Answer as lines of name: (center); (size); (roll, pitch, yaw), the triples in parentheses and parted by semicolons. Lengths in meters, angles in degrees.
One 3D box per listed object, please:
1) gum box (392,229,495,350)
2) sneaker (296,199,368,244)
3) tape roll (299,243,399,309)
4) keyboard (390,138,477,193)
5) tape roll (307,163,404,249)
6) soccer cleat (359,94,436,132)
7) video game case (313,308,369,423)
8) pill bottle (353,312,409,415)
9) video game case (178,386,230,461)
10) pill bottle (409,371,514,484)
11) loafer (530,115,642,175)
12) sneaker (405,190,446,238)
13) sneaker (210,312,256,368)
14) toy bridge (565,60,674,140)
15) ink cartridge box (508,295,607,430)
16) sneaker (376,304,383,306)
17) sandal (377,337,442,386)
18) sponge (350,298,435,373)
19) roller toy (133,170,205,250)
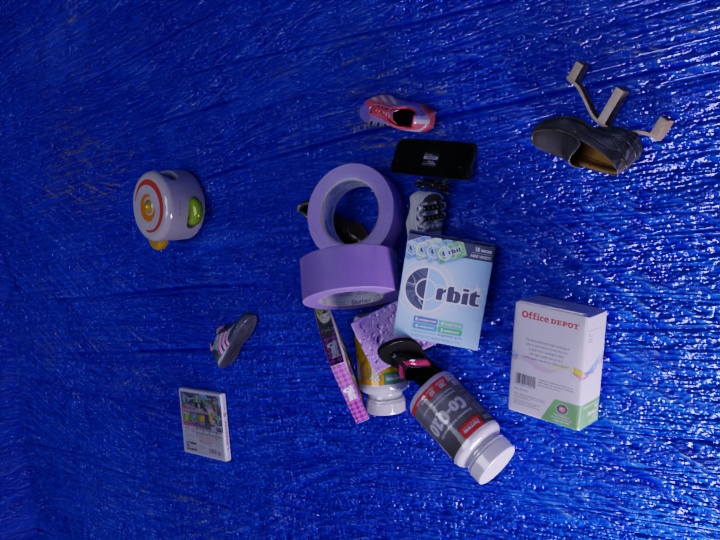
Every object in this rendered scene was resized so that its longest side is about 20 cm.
gum box: (0.159, 0.037, 1.545); (0.166, 0.045, 0.204); (9, 103, 7)
sneaker: (-0.064, -0.092, 1.777); (0.199, 0.075, 0.072); (37, 119, 34)
tape roll: (-0.021, 0.016, 1.601); (0.198, 0.198, 0.087); (-18, 70, 42)
keyboard: (0.145, -0.205, 1.604); (0.198, 0.039, 0.106); (13, 82, 42)
tape roll: (-0.011, -0.116, 1.682); (0.196, 0.065, 0.205); (-3, 82, 24)
soccer cleat: (0.063, -0.316, 1.626); (0.198, 0.076, 0.068); (20, 109, 39)
video game case: (-0.041, 0.192, 1.700); (0.183, 0.035, 0.202); (-109, -1, -47)
pill bottle: (0.046, 0.193, 1.689); (0.111, 0.112, 0.205); (0, 95, 43)
video game case: (-0.432, 0.423, 2.232); (0.198, 0.023, 0.187); (-1, 96, 44)
pill bottle: (0.197, 0.304, 1.562); (0.200, 0.113, 0.115); (45, 123, 29)
loafer: (0.364, -0.207, 1.347); (0.198, 0.072, 0.074); (17, 143, 42)
sneaker: (0.125, -0.062, 1.617); (0.081, 0.074, 0.204); (28, 117, 58)
sneaker: (-0.336, 0.162, 2.071); (0.082, 0.070, 0.201); (51, 125, 22)
toy bridge: (0.417, -0.271, 1.334); (0.200, 0.027, 0.068); (44, 124, 29)
ink cartridge box: (0.346, 0.157, 1.421); (0.143, 0.083, 0.205); (12, 104, 41)
sneaker: (0.000, 0.000, 1.749); (0.199, 0.071, 0.084); (34, 101, 30)
sandal: (0.107, 0.190, 1.583); (0.074, 0.199, 0.046); (-33, 44, 19)
sponge: (0.092, 0.112, 1.607); (0.197, 0.030, 0.113); (-27, 90, 7)
roller toy: (-0.517, -0.171, 2.146); (0.199, 0.138, 0.185); (-38, 70, 40)
